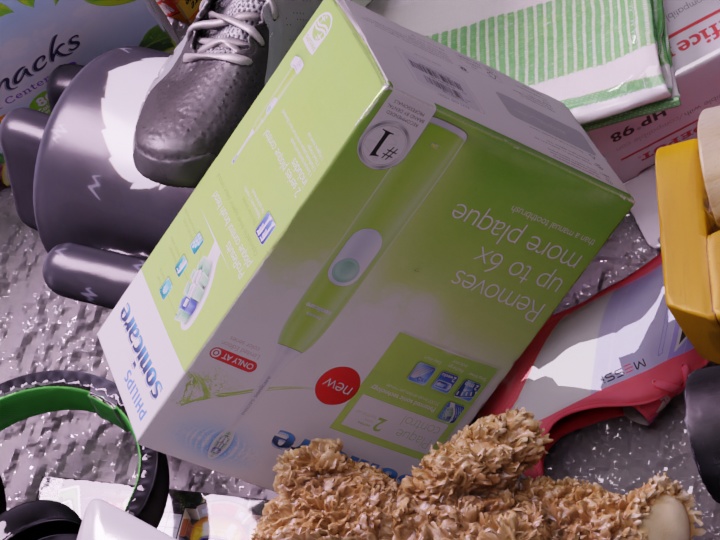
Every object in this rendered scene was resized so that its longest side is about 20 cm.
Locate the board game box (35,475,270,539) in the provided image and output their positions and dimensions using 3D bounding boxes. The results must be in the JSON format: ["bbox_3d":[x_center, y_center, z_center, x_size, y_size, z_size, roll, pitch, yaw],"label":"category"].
[{"bbox_3d":[-0.074,0.157,1.180,0.199,0.023,0.105,3,67,22],"label":"board game box"}]

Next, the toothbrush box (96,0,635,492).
[{"bbox_3d":[0.000,0.000,1.110,0.200,0.145,0.086,-53,35,20],"label":"toothbrush box"}]

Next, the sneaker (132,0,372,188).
[{"bbox_3d":[-0.057,-0.137,1.145,0.075,0.116,0.200,10,46,25],"label":"sneaker"}]

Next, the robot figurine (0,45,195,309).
[{"bbox_3d":[-0.080,-0.042,1.223,0.199,0.125,0.151,17,84,27],"label":"robot figurine"}]

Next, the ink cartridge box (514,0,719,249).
[{"bbox_3d":[0.144,-0.124,1.219,0.116,0.067,0.200,-28,58,5],"label":"ink cartridge box"}]

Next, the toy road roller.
[{"bbox_3d":[0.209,0.029,1.069,0.122,0.146,0.201,-14,57,20],"label":"toy road roller"}]

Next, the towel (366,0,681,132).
[{"bbox_3d":[0.070,-0.147,1.206,0.152,0.023,0.201,-17,61,18],"label":"towel"}]

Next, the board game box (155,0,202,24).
[{"bbox_3d":[-0.154,-0.290,1.335,0.199,0.200,0.200,22,73,28],"label":"board game box"}]

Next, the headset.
[{"bbox_3d":[-0.173,0.139,1.185,0.123,0.094,0.200,25,60,31],"label":"headset"}]

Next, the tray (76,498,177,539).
[{"bbox_3d":[-0.112,0.213,1.109,0.107,0.022,0.201,23,103,28],"label":"tray"}]

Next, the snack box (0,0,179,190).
[{"bbox_3d":[-0.202,-0.101,1.289,0.200,0.142,0.053,-29,58,4],"label":"snack box"}]

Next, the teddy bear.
[{"bbox_3d":[0.053,0.128,1.099,0.199,0.146,0.067,-10,21,11],"label":"teddy bear"}]

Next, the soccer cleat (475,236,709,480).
[{"bbox_3d":[0.144,0.026,1.150,0.199,0.067,0.077,-28,74,5],"label":"soccer cleat"}]
